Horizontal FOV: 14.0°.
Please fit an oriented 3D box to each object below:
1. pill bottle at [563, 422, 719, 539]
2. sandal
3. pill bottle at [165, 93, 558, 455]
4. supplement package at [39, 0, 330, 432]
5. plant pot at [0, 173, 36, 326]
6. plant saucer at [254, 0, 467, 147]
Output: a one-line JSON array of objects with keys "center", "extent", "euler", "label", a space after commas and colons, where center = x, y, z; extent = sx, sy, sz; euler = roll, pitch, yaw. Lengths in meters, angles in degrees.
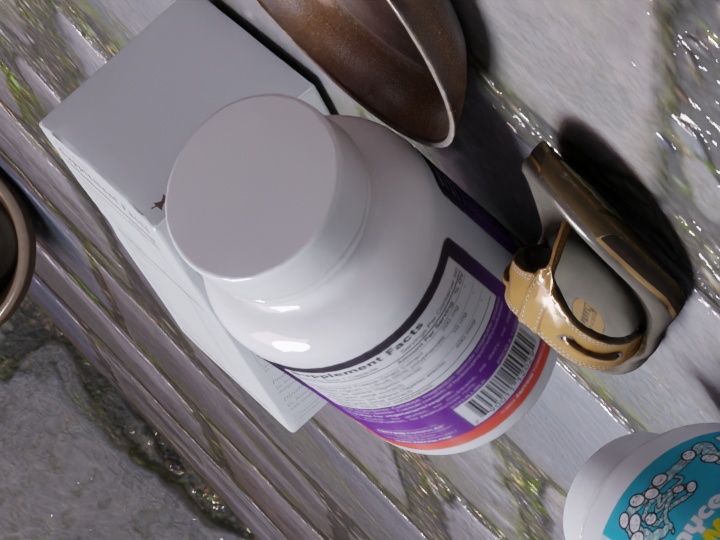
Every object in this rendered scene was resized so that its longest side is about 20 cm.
[{"center": [0.161, 0.129, 1.194], "extent": [0.111, 0.111, 0.200], "euler": [53, 168, -29], "label": "pill bottle"}, {"center": [0.086, 0.009, 1.212], "extent": [0.082, 0.055, 0.200], "euler": [46, 170, 11], "label": "sandal"}, {"center": [0.000, 0.000, 1.267], "extent": [0.111, 0.111, 0.200], "euler": [41, -178, 34], "label": "pill bottle"}, {"center": [-0.061, -0.029, 1.538], "extent": [0.114, 0.110, 0.200], "euler": [41, 168, 37], "label": "supplement package"}, {"center": [-0.403, -0.025, 2.908], "extent": [0.200, 0.200, 0.175], "euler": [47, -171, 4], "label": "plant pot"}, {"center": [-0.021, -0.134, 1.189], "extent": [0.200, 0.032, 0.200], "euler": [46, 169, 11], "label": "plant saucer"}]
